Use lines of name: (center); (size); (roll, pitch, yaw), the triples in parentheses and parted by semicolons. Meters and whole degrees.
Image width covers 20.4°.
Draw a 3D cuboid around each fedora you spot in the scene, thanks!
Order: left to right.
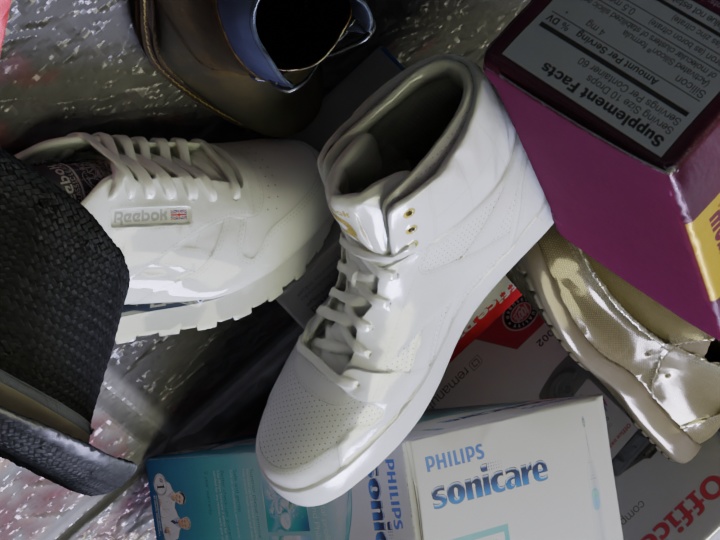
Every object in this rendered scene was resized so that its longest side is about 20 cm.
fedora: (-0.156, 0.000, 0.711); (0.092, 0.199, 0.201); (-63, 151, -11)

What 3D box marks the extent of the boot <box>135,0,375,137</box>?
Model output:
boot: (-0.039, -0.089, 0.787); (0.075, 0.097, 0.200); (-39, 149, -4)

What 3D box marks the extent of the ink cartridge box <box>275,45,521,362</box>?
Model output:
ink cartridge box: (0.019, -0.007, 0.984); (0.116, 0.067, 0.200); (-43, 149, -1)

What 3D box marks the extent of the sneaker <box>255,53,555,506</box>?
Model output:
sneaker: (0.000, 0.000, 0.848); (0.201, 0.073, 0.115); (-55, 144, 0)

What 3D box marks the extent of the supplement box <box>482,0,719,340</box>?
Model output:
supplement box: (0.162, -0.097, 0.813); (0.200, 0.103, 0.131); (-47, 145, -10)

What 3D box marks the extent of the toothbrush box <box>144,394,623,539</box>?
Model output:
toothbrush box: (0.010, 0.118, 1.008); (0.146, 0.086, 0.199); (-8, 178, -44)

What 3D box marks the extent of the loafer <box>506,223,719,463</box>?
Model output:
loafer: (0.129, 0.019, 0.977); (0.067, 0.076, 0.200); (-41, 135, 5)

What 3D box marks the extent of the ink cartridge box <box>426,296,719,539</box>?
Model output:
ink cartridge box: (0.115, 0.107, 1.107); (0.148, 0.200, 0.086); (-44, 150, 3)

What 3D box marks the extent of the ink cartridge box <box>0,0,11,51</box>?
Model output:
ink cartridge box: (-0.163, -0.118, 0.660); (0.160, 0.050, 0.201); (-15, 138, -37)

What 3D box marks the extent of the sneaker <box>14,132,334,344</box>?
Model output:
sneaker: (-0.093, -0.022, 0.833); (0.199, 0.076, 0.081); (-21, 136, -29)
